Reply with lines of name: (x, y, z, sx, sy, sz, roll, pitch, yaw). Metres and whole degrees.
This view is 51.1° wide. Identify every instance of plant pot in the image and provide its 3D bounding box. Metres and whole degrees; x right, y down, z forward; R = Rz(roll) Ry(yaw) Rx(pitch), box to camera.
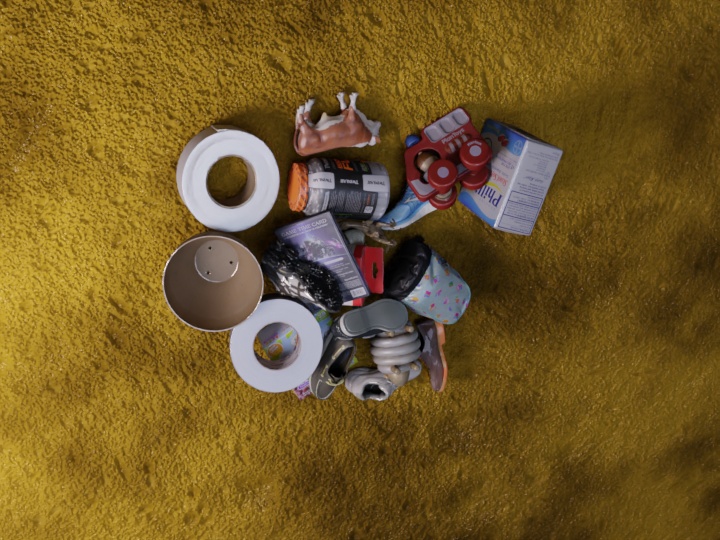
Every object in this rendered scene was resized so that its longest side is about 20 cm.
plant pot: (-0.298, 0.004, 1.541, 0.196, 0.135, 0.204, -3, 112, -8)

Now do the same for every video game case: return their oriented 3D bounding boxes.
video game case: (-0.079, -0.019, 1.574, 0.141, 0.019, 0.203, -15, 112, 27)

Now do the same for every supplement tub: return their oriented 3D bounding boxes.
supplement tub: (-0.047, -0.170, 1.576, 0.196, 0.123, 0.125, 1, 114, -23)

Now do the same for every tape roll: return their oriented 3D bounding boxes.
tape roll: (-0.263, -0.184, 1.500, 0.198, 0.071, 0.207, -8, 110, -21)
tape roll: (-0.181, 0.152, 1.606, 0.196, 0.066, 0.205, -2, 101, -12)

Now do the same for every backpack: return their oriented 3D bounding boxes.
backpack: (0.158, 0.039, 1.755, 0.199, 0.127, 0.168, 34, 96, -34)

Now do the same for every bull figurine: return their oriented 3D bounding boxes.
bull figurine: (-0.046, -0.300, 1.551, 0.196, 0.065, 0.124, -18, 115, -16)

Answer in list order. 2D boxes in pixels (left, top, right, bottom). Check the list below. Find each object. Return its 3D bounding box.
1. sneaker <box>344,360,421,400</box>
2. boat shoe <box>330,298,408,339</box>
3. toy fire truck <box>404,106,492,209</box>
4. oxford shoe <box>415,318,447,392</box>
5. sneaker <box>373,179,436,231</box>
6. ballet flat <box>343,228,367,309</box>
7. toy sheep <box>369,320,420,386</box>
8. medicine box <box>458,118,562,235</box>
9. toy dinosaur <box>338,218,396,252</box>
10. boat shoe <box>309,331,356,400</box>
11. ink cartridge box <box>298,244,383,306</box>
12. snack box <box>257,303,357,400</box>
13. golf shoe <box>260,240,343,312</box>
sneaker: (0.067, 0.276, 1.844, 0.196, 0.100, 0.079, -17, 119, -13)
boat shoe: (0.020, 0.108, 1.662, 0.197, 0.060, 0.077, -2, 75, -40)
toy fire truck: (0.180, -0.243, 1.622, 0.198, 0.169, 0.112, -31, 158, -6)
oxford shoe: (0.172, 0.212, 1.879, 0.071, 0.071, 0.204, -11, 107, -13)
sneaker: (0.107, -0.157, 1.687, 0.198, 0.078, 0.091, -30, 103, -10)
ballet flat: (0.000, 0.000, 1.710, 0.061, 0.067, 0.204, -20, 120, -23)
toy sheep: (0.082, 0.173, 1.782, 0.135, 0.138, 0.205, -6, 95, -19)
medicine box: (0.327, -0.209, 1.672, 0.101, 0.182, 0.203, 10, 110, -25)
toy dinosaur: (0.033, -0.085, 1.625, 0.198, 0.100, 0.059, 20, 83, -49)
boat shoe: (-0.062, 0.221, 1.698, 0.071, 0.061, 0.204, 0, 126, -32)
ink cartridge box: (-0.050, 0.009, 1.645, 0.195, 0.068, 0.118, 3, 116, 7)
snack box: (-0.120, 0.178, 1.729, 0.167, 0.068, 0.201, -34, 129, -4)
golf shoe: (-0.124, 0.025, 1.571, 0.199, 0.078, 0.095, 40, 139, -1)
